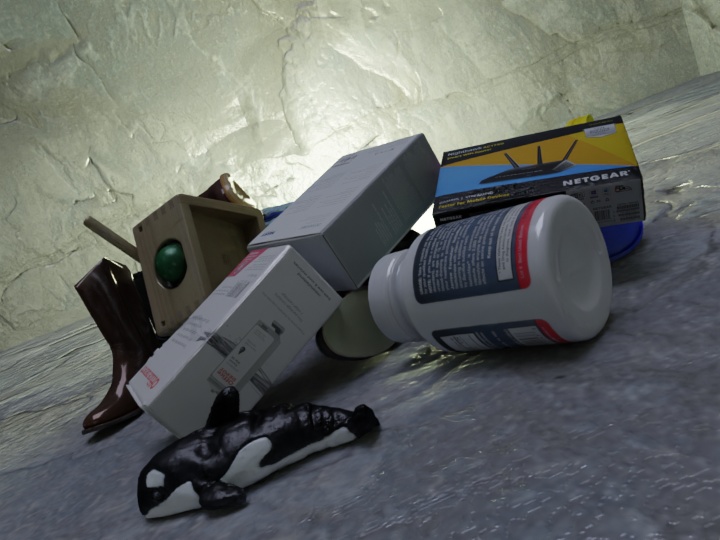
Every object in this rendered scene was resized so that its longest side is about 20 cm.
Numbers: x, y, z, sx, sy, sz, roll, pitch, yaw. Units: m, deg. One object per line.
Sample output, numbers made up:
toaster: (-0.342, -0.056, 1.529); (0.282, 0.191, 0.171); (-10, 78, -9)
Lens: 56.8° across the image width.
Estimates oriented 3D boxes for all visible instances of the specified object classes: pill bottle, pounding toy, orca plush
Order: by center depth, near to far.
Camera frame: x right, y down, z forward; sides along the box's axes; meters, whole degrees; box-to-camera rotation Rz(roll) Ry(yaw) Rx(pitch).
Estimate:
orca plush: (-0.089, 0.126, 0.518); (0.199, 0.072, 0.105); (-18, 9, 16)
pill bottle: (0.107, 0.011, 0.599); (0.199, 0.120, 0.119); (-12, 13, 44)
pounding toy: (-0.233, -0.008, 0.902); (0.142, 0.185, 0.199); (-28, -18, 30)

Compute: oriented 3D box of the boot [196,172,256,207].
boot: (-0.246, -0.074, 1.034); (0.166, 0.072, 0.200); (-43, 16, -3)

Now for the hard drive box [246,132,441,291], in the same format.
hard drive box: (-0.014, -0.066, 0.791); (0.155, 0.077, 0.200); (-5, 35, 51)

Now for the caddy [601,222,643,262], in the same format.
caddy: (0.224, -0.050, 0.768); (0.199, 0.105, 0.142); (-21, 33, -3)

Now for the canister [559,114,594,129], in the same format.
canister: (0.236, -0.103, 0.903); (0.199, 0.149, 0.087); (-18, 14, 32)

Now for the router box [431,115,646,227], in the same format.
router box: (0.182, -0.093, 0.701); (0.199, 0.051, 0.150); (-9, 32, 18)

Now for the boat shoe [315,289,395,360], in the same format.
boat shoe: (0.010, 0.052, 0.742); (0.062, 0.072, 0.200); (-25, 2, 38)

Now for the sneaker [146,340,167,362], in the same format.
sneaker: (-0.182, 0.111, 0.839); (0.199, 0.075, 0.087); (-23, 15, -11)

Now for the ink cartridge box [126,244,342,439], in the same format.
ink cartridge box: (-0.131, 0.074, 0.678); (0.200, 0.083, 0.146); (-49, 18, -17)

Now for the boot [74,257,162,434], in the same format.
boot: (-0.335, 0.091, 0.873); (0.064, 0.201, 0.186); (-18, 9, 19)

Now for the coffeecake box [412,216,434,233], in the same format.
coffeecake box: (0.085, -0.022, 0.996); (0.153, 0.074, 0.200); (-9, 14, 45)

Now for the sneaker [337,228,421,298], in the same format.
sneaker: (0.000, 0.000, 0.846); (0.200, 0.081, 0.086); (-36, -41, 19)

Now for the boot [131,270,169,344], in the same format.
boot: (-0.308, 0.076, 1.022); (0.197, 0.163, 0.073); (-16, 8, 26)

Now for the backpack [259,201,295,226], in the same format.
backpack: (-0.122, -0.010, 1.049); (0.199, 0.184, 0.147); (-14, 11, 31)
